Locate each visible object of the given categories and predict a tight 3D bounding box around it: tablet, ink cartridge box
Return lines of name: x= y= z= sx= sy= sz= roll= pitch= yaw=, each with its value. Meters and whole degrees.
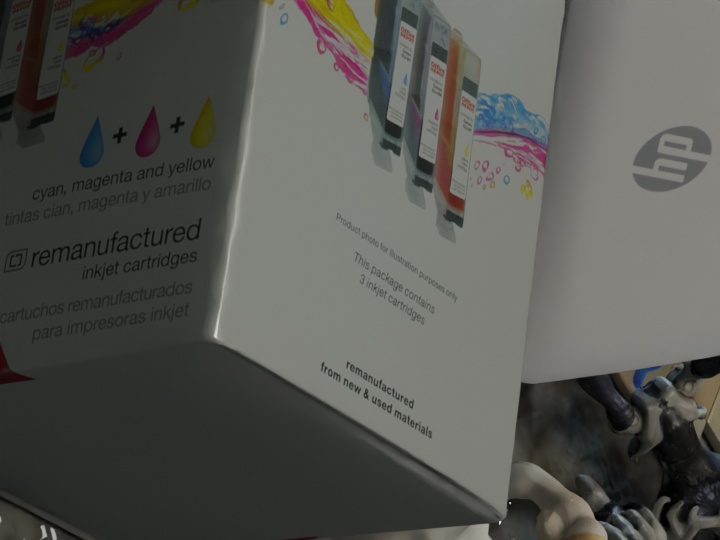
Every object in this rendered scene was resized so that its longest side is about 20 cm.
tablet: x=0.120 y=-0.044 z=0.950 sx=0.014 sy=0.130 sz=0.200 roll=-116 pitch=-157 yaw=-44
ink cartridge box: x=-0.041 y=-0.036 z=0.840 sx=0.145 sy=0.145 sz=0.200 roll=35 pitch=55 yaw=-46

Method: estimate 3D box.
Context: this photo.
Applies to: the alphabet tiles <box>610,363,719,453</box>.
alphabet tiles: x=0.144 y=0.005 z=1.209 sx=0.200 sy=0.008 sz=0.167 roll=56 pitch=42 yaw=-30

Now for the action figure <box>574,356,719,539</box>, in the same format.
action figure: x=0.128 y=0.075 z=1.081 sx=0.200 sy=0.119 sz=0.102 roll=59 pitch=-1 yaw=-21

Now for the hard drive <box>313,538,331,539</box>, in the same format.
hard drive: x=0.000 y=0.000 z=0.992 sx=0.132 sy=0.026 sz=0.200 roll=28 pitch=60 yaw=-48

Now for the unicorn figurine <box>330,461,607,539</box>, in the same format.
unicorn figurine: x=0.019 y=0.102 z=0.887 sx=0.200 sy=0.137 sz=0.074 roll=-49 pitch=134 yaw=-29
